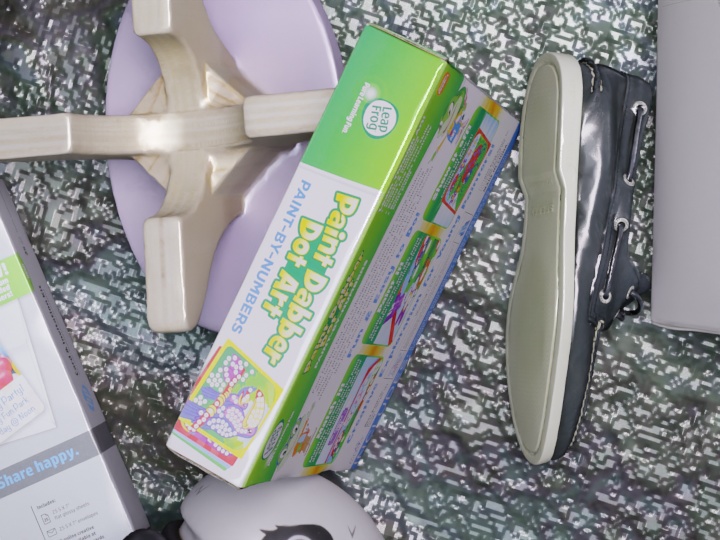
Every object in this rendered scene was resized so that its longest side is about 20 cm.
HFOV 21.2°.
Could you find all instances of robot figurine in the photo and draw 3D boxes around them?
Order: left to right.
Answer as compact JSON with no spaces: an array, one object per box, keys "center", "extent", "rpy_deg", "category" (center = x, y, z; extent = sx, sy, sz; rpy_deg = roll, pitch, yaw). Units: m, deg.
[{"center":[-0.064,0.191,0.939],"extent":[0.124,0.150,0.201],"rpy_deg":[32,94,15],"category":"robot figurine"}]

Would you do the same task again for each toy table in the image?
[{"center":[-0.080,-0.070,0.926],"extent":[0.182,0.117,0.202],"rpy_deg":[-15,87,14],"category":"toy table"}]

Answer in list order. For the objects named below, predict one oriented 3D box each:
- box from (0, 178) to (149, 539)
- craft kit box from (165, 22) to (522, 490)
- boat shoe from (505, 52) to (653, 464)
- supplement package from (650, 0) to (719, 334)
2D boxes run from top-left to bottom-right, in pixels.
[{"center":[-0.218,0.074,0.989],"extent":[0.155,0.041,0.202],"rpy_deg":[-23,89,4],"category":"box"},{"center":[0.000,0.000,0.893],"extent":[0.048,0.197,0.202],"rpy_deg":[26,93,11],"category":"craft kit box"},{"center":[0.113,-0.004,0.952],"extent":[0.065,0.074,0.202],"rpy_deg":[2,88,-18],"category":"boat shoe"},{"center":[0.214,-0.070,0.903],"extent":[0.120,0.120,0.203],"rpy_deg":[1,92,-16],"category":"supplement package"}]
